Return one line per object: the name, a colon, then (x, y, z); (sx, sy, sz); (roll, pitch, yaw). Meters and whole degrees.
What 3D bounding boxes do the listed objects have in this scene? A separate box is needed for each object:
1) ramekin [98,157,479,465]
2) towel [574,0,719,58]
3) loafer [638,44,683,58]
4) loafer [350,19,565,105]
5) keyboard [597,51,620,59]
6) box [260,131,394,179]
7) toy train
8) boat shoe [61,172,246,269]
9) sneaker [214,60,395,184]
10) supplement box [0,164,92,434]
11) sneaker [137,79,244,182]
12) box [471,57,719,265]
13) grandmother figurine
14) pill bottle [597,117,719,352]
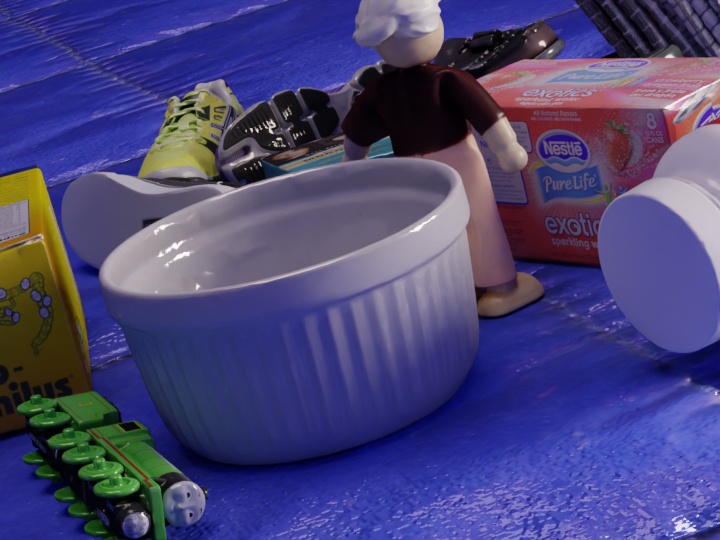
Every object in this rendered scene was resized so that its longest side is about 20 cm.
ramekin: (-0.030, 0.023, 1.172); (0.199, 0.105, 0.200); (-14, 17, 4)
towel: (0.217, -0.192, 1.514); (0.086, 0.200, 0.166); (-39, 1, 26)
loafer: (0.165, -0.094, 1.453); (0.072, 0.063, 0.200); (-31, 2, -17)
loafer: (0.059, -0.129, 1.532); (0.072, 0.063, 0.200); (-39, 4, -40)
keyboard: (0.152, -0.134, 1.574); (0.127, 0.021, 0.200); (-29, -2, 38)
box: (-0.008, -0.057, 1.455); (0.082, 0.049, 0.200); (-18, 9, -9)
toy train: (-0.129, 0.100, 1.128); (0.056, 0.042, 0.200); (-10, 14, -21)
boat shoe: (-0.130, -0.032, 1.517); (0.056, 0.069, 0.200); (-4, 7, -43)
sneaker: (-0.039, -0.093, 1.639); (0.083, 0.081, 0.200); (-22, 1, 42)
supplement box: (-0.230, 0.020, 1.344); (0.108, 0.110, 0.200); (-16, 16, -4)
sneaker: (-0.131, -0.092, 1.645); (0.075, 0.077, 0.200); (-12, 11, 10)
box: (0.145, -0.067, 1.312); (0.095, 0.103, 0.200); (-27, 20, -35)
grandmother figurine: (0.040, -0.073, 1.250); (0.121, 0.201, 0.061); (-6, 19, 25)
pill bottle: (0.221, -0.035, 1.124); (0.200, 0.113, 0.112); (-25, 20, -31)
